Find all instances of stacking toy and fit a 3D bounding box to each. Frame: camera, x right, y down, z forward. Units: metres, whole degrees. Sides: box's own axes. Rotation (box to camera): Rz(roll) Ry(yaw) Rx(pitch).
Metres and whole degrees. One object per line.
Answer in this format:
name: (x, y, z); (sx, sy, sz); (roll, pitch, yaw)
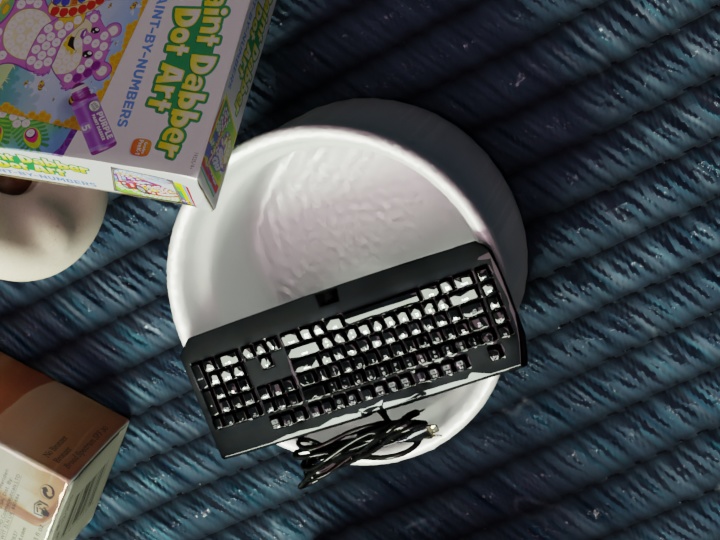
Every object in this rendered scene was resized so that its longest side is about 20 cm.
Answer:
stacking toy: (-0.259, -0.043, 1.338); (0.199, 0.146, 0.147); (-22, 103, 45)

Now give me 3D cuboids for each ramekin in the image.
ramekin: (0.000, 0.000, 1.260); (0.199, 0.098, 0.202); (7, 113, 17)

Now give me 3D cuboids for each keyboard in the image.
keyboard: (-0.003, 0.061, 1.209); (0.199, 0.040, 0.105); (-19, 103, 26)

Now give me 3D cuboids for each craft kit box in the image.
craft kit box: (-0.148, -0.142, 1.214); (0.196, 0.201, 0.049); (9, 158, 13)

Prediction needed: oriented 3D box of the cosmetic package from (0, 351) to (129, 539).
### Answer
cosmetic package: (-0.259, 0.099, 1.387); (0.199, 0.103, 0.088); (26, 115, 6)
